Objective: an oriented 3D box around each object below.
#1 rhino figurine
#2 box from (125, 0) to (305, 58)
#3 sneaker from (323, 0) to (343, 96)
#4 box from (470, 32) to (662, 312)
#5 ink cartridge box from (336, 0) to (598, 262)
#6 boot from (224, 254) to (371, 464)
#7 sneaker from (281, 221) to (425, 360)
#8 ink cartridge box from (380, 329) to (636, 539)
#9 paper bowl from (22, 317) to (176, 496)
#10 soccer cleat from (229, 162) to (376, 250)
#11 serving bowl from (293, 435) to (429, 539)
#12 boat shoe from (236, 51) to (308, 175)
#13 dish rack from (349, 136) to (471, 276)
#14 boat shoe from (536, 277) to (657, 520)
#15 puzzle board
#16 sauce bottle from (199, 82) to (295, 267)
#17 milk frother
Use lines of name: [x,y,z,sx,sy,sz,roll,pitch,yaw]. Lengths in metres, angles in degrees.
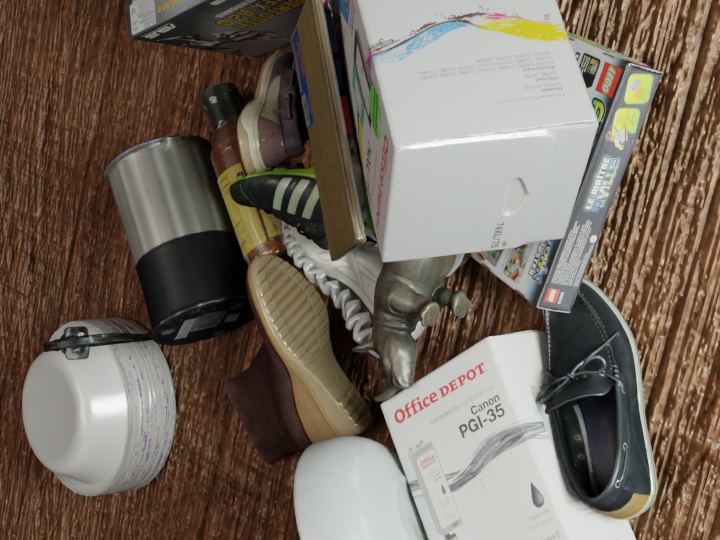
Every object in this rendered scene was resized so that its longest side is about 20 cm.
rhino figurine: [0.046,0.017,1.112,0.087,0.060,0.200,29,106,48]
box: [-0.099,-0.255,1.246,0.200,0.158,0.048,-13,80,44]
sneaker: [0.015,-0.204,1.125,0.095,0.079,0.200,-21,82,44]
box: [0.158,-0.079,1.053,0.110,0.035,0.200,43,119,55]
ink cartridge box: [0.071,-0.133,0.992,0.147,0.146,0.200,95,165,-57]
boot: [-0.088,0.093,1.278,0.166,0.072,0.200,-23,99,48]
sneaker: [0.000,0.000,1.227,0.081,0.075,0.200,-50,55,12]
ink cartridge box: [0.117,0.168,1.095,0.146,0.083,0.200,-37,66,39]
paper bowl: [-0.307,0.155,1.510,0.201,0.104,0.201,3,95,44]
soccer cleat: [-0.046,-0.058,1.206,0.200,0.067,0.081,1,94,42]
serving bowl: [0.026,0.226,1.125,0.066,0.200,0.200,-27,71,19]
boat shoe: [-0.064,-0.147,1.229,0.065,0.200,0.072,-2,118,10]
dish rack: [0.050,-0.103,1.182,0.200,0.044,0.172,35,115,39]
boat shoe: [0.178,0.094,1.037,0.075,0.062,0.200,-28,62,37]
puzzle board: [-0.025,-0.113,1.085,0.151,0.017,0.200,149,111,-80]
sauce bottle: [-0.110,-0.094,1.331,0.066,0.066,0.200,-35,65,40]
milk frother: [-0.231,-0.014,1.360,0.180,0.200,0.188,-38,65,44]
